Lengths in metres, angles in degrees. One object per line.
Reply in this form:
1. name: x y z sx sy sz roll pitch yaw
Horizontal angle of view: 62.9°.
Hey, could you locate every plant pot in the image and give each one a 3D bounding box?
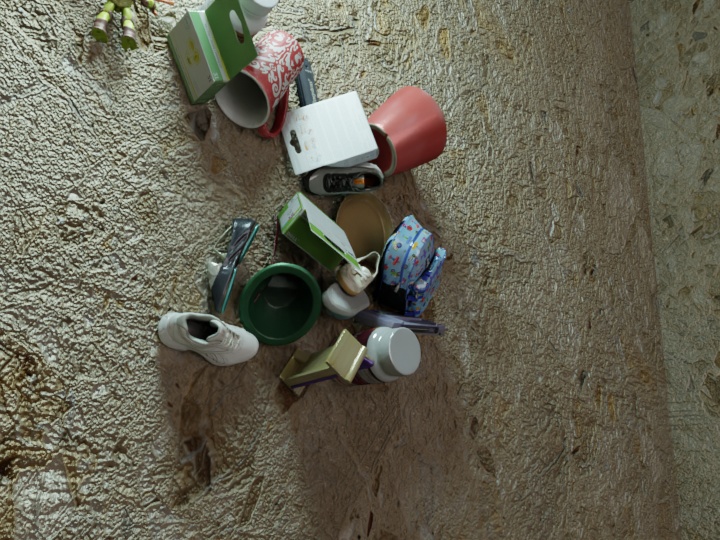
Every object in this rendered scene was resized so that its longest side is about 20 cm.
1. plant pot: 0.093 -0.339 1.495 0.176 0.199 0.203 -36 103 -32
2. plant pot: 0.007 -0.091 1.431 0.197 0.027 0.205 6 81 -44

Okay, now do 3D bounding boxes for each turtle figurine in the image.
1. turtle figurine: -0.443 -0.503 1.107 0.197 0.064 0.165 13 70 -41

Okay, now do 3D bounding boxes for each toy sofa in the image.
1. toy sofa: -0.068 0.198 1.174 0.098 0.198 0.083 46 51 -16

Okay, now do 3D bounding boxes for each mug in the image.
1. mug: -0.214 -0.407 1.282 0.131 0.179 0.202 22 51 5

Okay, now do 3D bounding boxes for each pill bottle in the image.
1. pill bottle: -0.253 -0.526 1.198 0.113 0.198 0.117 13 70 -39
2. pill bottle: 0.027 0.184 1.266 0.113 0.198 0.117 14 69 -39

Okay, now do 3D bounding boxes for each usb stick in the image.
1. usb stick: -0.123 -0.407 1.405 0.055 0.032 0.205 -8 84 -43

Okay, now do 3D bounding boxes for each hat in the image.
1. hat: -0.171 0.031 1.246 0.164 0.176 0.201 35 98 -23

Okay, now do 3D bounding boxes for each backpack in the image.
1. backpack: 0.121 -0.018 1.399 0.183 0.132 0.203 -51 157 -39

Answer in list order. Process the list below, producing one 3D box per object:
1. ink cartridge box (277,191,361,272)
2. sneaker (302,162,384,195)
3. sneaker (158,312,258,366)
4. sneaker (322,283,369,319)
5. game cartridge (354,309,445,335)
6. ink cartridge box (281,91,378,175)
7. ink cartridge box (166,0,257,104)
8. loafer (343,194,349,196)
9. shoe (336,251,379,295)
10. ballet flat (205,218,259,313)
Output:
1. ink cartridge box: -0.089 -0.061 1.232 0.147 0.076 0.201 39 13 -28
2. sneaker: -0.036 -0.211 1.359 0.195 0.079 0.076 -7 111 -14
3. sneaker: -0.263 0.125 1.078 0.197 0.098 0.080 19 66 -38
4. sneaker: -0.045 0.080 1.273 0.075 0.081 0.199 60 17 16
5. game cartridge: 0.094 0.122 1.392 0.197 0.128 0.039 8 98 -45
6. ink cartridge box: -0.075 -0.307 1.350 0.196 0.047 0.163 -18 73 -4
7. ink cartridge box: -0.291 -0.433 1.137 0.047 0.198 0.148 -23 93 -43
8. loafer: -0.025 -0.283 1.436 0.074 0.069 0.205 4 92 -24
9. shoe: 0.000 0.000 1.303 0.070 0.053 0.200 45 21 1
10. ballet flat: -0.262 -0.016 1.149 0.072 0.072 0.204 32 64 -32
